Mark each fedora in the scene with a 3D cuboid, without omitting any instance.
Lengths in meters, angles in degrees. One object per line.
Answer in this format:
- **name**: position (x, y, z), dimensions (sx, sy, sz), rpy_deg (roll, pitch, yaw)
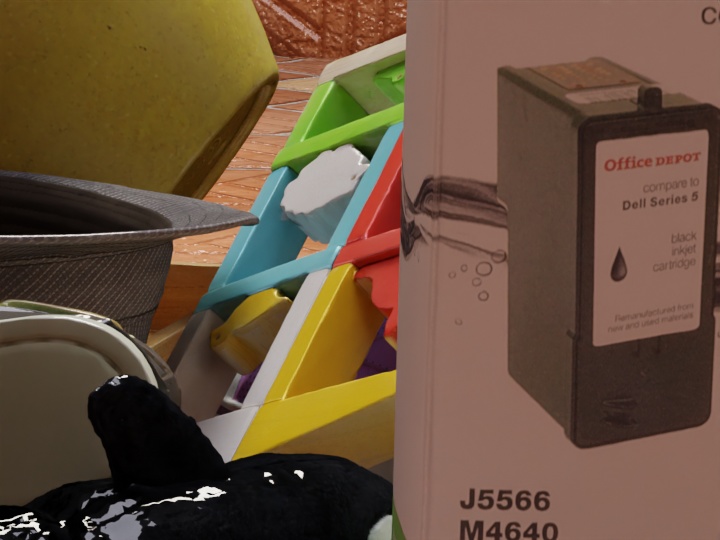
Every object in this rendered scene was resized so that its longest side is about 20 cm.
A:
- **fedora**: position (-0.129, 0.021, 0.834), dimensions (0.200, 0.091, 0.177), rpy_deg (9, 11, 38)

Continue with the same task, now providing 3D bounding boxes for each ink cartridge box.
- **ink cartridge box**: position (0.082, 0.001, 0.610), dimensions (0.145, 0.201, 0.084), rpy_deg (1, 8, -2)

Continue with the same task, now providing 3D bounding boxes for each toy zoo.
- **toy zoo**: position (0.000, 0.000, 0.813), dimensions (0.131, 0.020, 0.200), rpy_deg (-18, 36, 46)

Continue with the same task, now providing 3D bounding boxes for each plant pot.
- **plant pot**: position (-0.114, -0.071, 0.986), dimensions (0.142, 0.200, 0.200), rpy_deg (38, 11, 2)

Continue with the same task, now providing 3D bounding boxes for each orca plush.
- **orca plush**: position (-0.068, 0.057, 0.650), dimensions (0.199, 0.071, 0.105), rpy_deg (-2, 8, -21)

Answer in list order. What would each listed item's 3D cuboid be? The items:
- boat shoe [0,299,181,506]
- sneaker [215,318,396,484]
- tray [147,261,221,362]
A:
- **boat shoe**: position (-0.146, 0.043, 0.729), dimensions (0.200, 0.072, 0.061), rpy_deg (-2, 2, 6)
- **sneaker**: position (0.034, 0.011, 0.857), dimensions (0.200, 0.115, 0.073), rpy_deg (4, 10, 28)
- **tray**: position (-0.096, 0.026, 1.007), dimensions (0.098, 0.037, 0.200), rpy_deg (3, 7, 11)
